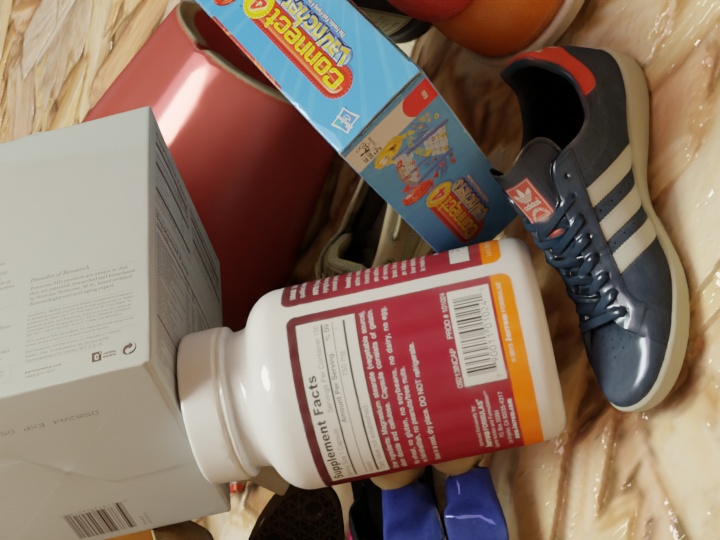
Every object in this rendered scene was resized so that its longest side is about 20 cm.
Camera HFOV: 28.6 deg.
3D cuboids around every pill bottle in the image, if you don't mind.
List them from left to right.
[{"bbox_3d":[0.006,0.056,0.780,0.113,0.198,0.114,-12,-90,-84],"label":"pill bottle"}]

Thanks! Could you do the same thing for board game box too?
[{"bbox_3d":[-0.015,-0.109,0.780,0.056,0.200,0.196,-43,63,4],"label":"board game box"}]

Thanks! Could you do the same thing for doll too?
[{"bbox_3d":[0.053,0.207,0.804,0.135,0.048,0.202,-17,74,22],"label":"doll"}]

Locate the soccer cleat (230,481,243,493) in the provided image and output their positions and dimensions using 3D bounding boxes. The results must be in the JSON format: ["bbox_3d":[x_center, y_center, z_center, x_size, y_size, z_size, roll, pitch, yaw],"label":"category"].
[{"bbox_3d":[-0.083,0.121,1.059,0.200,0.069,0.078,-23,64,58],"label":"soccer cleat"}]

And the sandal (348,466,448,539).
[{"bbox_3d":[0.021,0.162,0.878,0.075,0.045,0.201,-23,59,15],"label":"sandal"}]

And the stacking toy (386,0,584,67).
[{"bbox_3d":[0.025,-0.199,0.796,0.146,0.199,0.148,-9,79,57],"label":"stacking toy"}]

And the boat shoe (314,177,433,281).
[{"bbox_3d":[0.000,0.000,0.923,0.072,0.065,0.201,51,123,44],"label":"boat shoe"}]

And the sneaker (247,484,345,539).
[{"bbox_3d":[-0.058,0.224,0.990,0.076,0.070,0.202,-110,30,-68],"label":"sneaker"}]

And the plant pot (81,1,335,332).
[{"bbox_3d":[-0.109,-0.084,1.023,0.178,0.199,0.201,-57,41,24],"label":"plant pot"}]

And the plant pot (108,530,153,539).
[{"bbox_3d":[-0.237,0.249,1.193,0.201,0.199,0.184,-57,26,38],"label":"plant pot"}]

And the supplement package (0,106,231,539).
[{"bbox_3d":[-0.171,0.037,0.845,0.151,0.150,0.201,71,-171,-47],"label":"supplement package"}]

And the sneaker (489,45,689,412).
[{"bbox_3d":[0.112,-0.024,0.743,0.075,0.084,0.202,-33,59,52],"label":"sneaker"}]

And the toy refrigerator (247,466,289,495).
[{"bbox_3d":[-0.098,0.092,0.978,0.200,0.070,0.076,6,69,64],"label":"toy refrigerator"}]

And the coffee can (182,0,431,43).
[{"bbox_3d":[-0.048,-0.236,0.918,0.146,0.199,0.148,-11,76,56],"label":"coffee can"}]

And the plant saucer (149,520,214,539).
[{"bbox_3d":[-0.086,0.236,0.876,0.200,0.035,0.202,162,90,-80],"label":"plant saucer"}]
